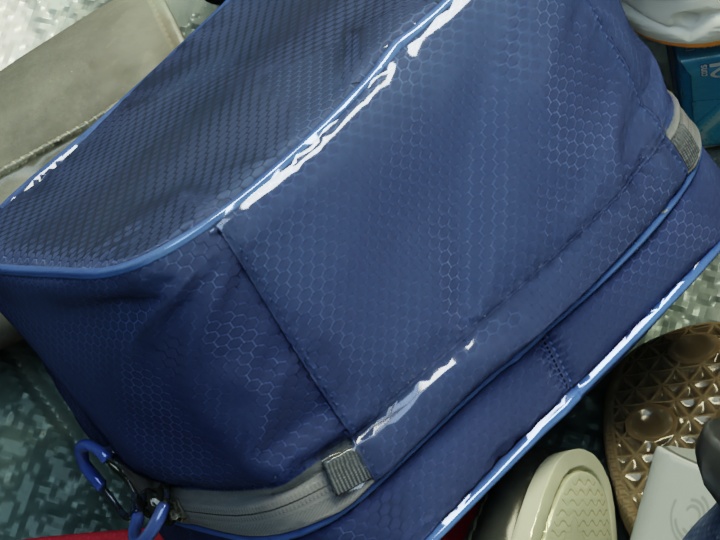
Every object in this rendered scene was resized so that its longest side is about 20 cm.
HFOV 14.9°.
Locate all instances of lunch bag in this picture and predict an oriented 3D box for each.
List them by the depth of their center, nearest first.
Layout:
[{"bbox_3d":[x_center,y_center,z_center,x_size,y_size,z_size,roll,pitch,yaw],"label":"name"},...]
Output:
[{"bbox_3d":[0.000,0.000,0.759,0.200,0.133,0.136,-44,23,-20],"label":"lunch bag"}]

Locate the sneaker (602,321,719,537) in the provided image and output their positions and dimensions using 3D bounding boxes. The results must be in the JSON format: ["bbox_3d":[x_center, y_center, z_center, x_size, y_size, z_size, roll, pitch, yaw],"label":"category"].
[{"bbox_3d":[0.120,0.102,0.762,0.070,0.076,0.200,-17,44,-6],"label":"sneaker"}]

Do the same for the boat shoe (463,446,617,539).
[{"bbox_3d":[0.017,0.140,0.746,0.067,0.072,0.201,15,85,32],"label":"boat shoe"}]

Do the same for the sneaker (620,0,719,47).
[{"bbox_3d":[0.133,-0.154,0.758,0.200,0.092,0.076,-48,55,0],"label":"sneaker"}]

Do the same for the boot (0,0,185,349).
[{"bbox_3d":[-0.116,0.017,0.830,0.199,0.073,0.182,-21,60,-7],"label":"boot"}]

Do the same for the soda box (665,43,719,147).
[{"bbox_3d":[0.119,-0.143,0.861,0.068,0.064,0.201,-9,67,6],"label":"soda box"}]

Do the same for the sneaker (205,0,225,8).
[{"bbox_3d":[-0.002,-0.155,0.821,0.075,0.200,0.087,19,60,-10],"label":"sneaker"}]

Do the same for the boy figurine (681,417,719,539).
[{"bbox_3d":[0.062,0.128,0.663,0.200,0.064,0.124,-57,49,22],"label":"boy figurine"}]

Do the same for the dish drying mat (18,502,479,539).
[{"bbox_3d":[-0.042,0.111,0.807,0.199,0.018,0.077,-6,68,7],"label":"dish drying mat"}]

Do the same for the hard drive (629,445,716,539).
[{"bbox_3d":[0.097,0.159,0.684,0.132,0.026,0.201,22,99,50],"label":"hard drive"}]
